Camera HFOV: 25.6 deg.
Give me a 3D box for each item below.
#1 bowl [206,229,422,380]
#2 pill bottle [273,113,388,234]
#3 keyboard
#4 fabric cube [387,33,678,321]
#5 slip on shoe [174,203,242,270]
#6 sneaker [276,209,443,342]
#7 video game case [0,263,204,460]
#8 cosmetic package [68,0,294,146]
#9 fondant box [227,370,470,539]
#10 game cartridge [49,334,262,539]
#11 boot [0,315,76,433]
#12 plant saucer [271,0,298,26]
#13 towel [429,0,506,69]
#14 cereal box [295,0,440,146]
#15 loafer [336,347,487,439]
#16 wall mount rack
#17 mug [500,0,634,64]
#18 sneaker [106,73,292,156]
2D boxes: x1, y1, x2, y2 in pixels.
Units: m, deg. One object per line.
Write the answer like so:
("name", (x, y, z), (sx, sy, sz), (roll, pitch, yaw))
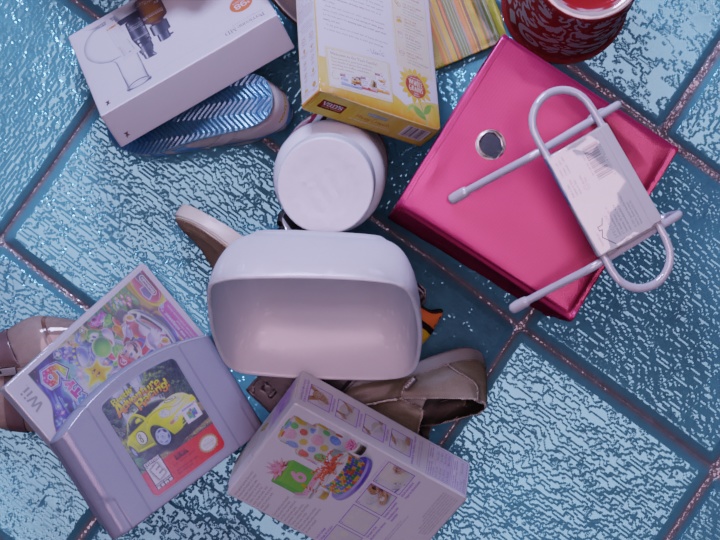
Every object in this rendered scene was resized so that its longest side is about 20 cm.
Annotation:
("bowl", (-0.039, 0.029, 1.496), (0.198, 0.200, 0.075), (2, 58, 4))
("pill bottle", (-0.028, -0.096, 1.553), (0.109, 0.200, 0.110), (0, 101, 2))
("keyboard", (-0.041, 0.056, 1.586), (0.127, 0.021, 0.200), (42, 96, -3))
("fabric cube", (0.162, -0.085, 1.558), (0.199, 0.200, 0.197), (33, 89, 0))
("slip on shoe", (-0.117, 0.011, 1.626), (0.200, 0.076, 0.061), (39, 84, -7))
("sneaker", (0.000, 0.000, 1.630), (0.090, 0.070, 0.200), (-41, 93, -7))
("video game case", (-0.242, 0.108, 1.592), (0.143, 0.018, 0.200), (51, 59, -9))
("cosmetic package", (-0.183, -0.229, 1.594), (0.199, 0.052, 0.151), (-30, 47, 0))
("fondant box", (-0.011, 0.207, 1.578), (0.199, 0.058, 0.145), (29, 123, -12))
("game cartridge", (-0.202, 0.155, 1.572), (0.200, 0.041, 0.134), (-36, 95, -32))
("boot", (-0.307, 0.144, 1.634), (0.145, 0.070, 0.201), (-10, 88, 7))
("plant saucer", (-0.035, -0.314, 1.601), (0.199, 0.032, 0.201), (14, 64, -31))
("towel", (0.049, -0.242, 1.652), (0.199, 0.018, 0.087), (-23, 89, 1))
("cereal box", (0.005, -0.230, 1.542), (0.143, 0.039, 0.201), (15, 57, -31))
("loafer", (0.040, 0.141, 1.611), (0.199, 0.075, 0.070), (-21, 55, 1))
("wall mount rack", (0.186, -0.057, 1.429), (0.173, 0.075, 0.201), (-30, 92, -5))
("mug", (0.192, -0.289, 1.559), (0.176, 0.200, 0.134), (19, 90, 0))
("sneaker", (-0.167, -0.153, 1.626), (0.199, 0.081, 0.077), (-3, 82, 21))
